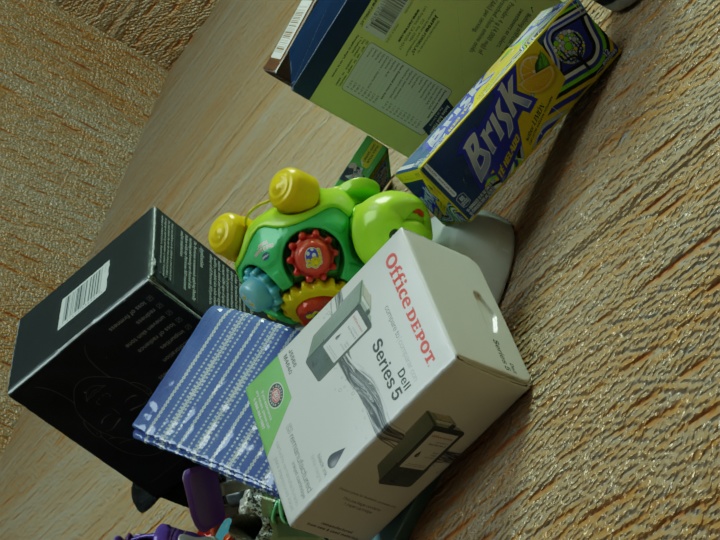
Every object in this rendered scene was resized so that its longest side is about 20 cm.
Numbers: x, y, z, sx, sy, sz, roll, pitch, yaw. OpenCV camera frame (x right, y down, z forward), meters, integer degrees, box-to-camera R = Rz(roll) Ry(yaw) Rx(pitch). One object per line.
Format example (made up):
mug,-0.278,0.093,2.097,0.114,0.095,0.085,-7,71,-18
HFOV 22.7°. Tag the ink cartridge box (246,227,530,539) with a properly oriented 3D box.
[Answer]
ink cartridge box,0.017,0.090,1.365,0.200,0.084,0.146,-47,42,24

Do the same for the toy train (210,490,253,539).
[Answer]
toy train,-0.112,0.297,1.614,0.150,0.055,0.201,-44,25,46

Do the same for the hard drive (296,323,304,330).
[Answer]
hard drive,-0.050,0.101,1.810,0.132,0.027,0.200,-49,19,40

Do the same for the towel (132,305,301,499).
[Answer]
towel,-0.098,0.110,1.544,0.200,0.024,0.145,16,68,42

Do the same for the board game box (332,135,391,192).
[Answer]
board game box,-0.033,-0.037,1.877,0.200,0.029,0.135,-57,-6,-7

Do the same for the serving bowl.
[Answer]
serving bowl,0.050,0.028,1.531,0.200,0.066,0.200,-55,15,23

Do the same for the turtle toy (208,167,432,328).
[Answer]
turtle toy,-0.024,-0.014,1.493,0.200,0.145,0.101,-34,50,32

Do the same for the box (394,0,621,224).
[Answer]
box,0.122,-0.131,1.486,0.200,0.064,0.070,-49,12,-13

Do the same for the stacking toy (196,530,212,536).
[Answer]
stacking toy,-0.173,0.330,1.731,0.200,0.085,0.085,-55,14,-5

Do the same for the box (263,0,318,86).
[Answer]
box,0.014,-0.192,1.793,0.100,0.200,0.075,-61,17,2

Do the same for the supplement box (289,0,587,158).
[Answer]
supplement box,0.068,-0.217,1.652,0.200,0.199,0.134,-56,15,18

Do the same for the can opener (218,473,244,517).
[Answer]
can opener,-0.104,0.156,1.776,0.067,0.053,0.200,-11,42,29

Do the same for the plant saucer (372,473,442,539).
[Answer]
plant saucer,0.045,0.147,1.397,0.070,0.019,0.201,23,85,60

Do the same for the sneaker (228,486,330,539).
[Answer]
sneaker,-0.052,0.207,1.497,0.200,0.088,0.077,-44,22,48

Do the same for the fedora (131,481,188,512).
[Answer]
fedora,-0.156,0.182,1.890,0.201,0.091,0.201,-51,16,21

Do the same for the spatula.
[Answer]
spatula,-0.094,0.187,1.597,0.020,0.200,0.057,-12,90,37

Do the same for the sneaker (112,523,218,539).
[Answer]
sneaker,-0.206,0.277,1.662,0.200,0.083,0.081,-39,27,44

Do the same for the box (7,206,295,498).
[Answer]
box,-0.197,0.082,1.720,0.200,0.197,0.124,-37,29,22

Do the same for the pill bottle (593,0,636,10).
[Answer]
pill bottle,0.164,-0.314,1.509,0.111,0.200,0.111,-55,16,25
